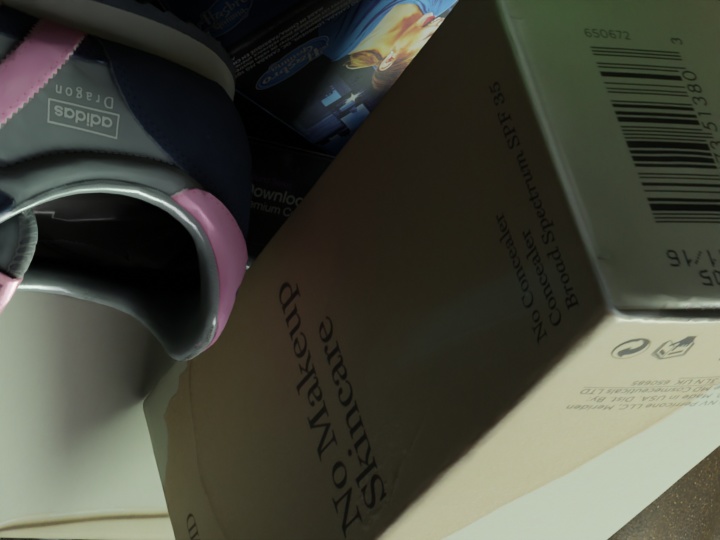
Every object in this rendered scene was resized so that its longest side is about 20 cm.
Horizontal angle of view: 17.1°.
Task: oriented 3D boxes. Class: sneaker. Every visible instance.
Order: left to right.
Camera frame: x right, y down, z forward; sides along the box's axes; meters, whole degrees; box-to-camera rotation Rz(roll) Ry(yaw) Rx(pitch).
[{"bbox_3d":[-0.110,-0.028,0.545,0.199,0.082,0.070,8,146,-30],"label":"sneaker"}]

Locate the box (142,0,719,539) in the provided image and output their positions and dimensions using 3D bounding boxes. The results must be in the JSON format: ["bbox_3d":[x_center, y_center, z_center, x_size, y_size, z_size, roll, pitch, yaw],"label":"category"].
[{"bbox_3d":[0.026,0.023,0.592,0.077,0.095,0.200,0,148,-32],"label":"box"}]

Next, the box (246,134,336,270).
[{"bbox_3d":[0.000,0.000,0.774,0.200,0.142,0.036,43,62,-68],"label":"box"}]

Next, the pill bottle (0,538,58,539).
[{"bbox_3d":[-0.186,0.108,0.754,0.116,0.116,0.200,-41,160,19],"label":"pill bottle"}]

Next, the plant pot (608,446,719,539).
[{"bbox_3d":[0.102,0.093,1.100,0.200,0.187,0.187,-52,156,9],"label":"plant pot"}]

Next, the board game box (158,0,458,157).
[{"bbox_3d":[0.042,-0.094,0.716,0.199,0.062,0.200,-32,160,-4],"label":"board game box"}]

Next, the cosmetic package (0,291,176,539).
[{"bbox_3d":[-0.095,0.032,0.704,0.200,0.103,0.074,11,94,-60],"label":"cosmetic package"}]
